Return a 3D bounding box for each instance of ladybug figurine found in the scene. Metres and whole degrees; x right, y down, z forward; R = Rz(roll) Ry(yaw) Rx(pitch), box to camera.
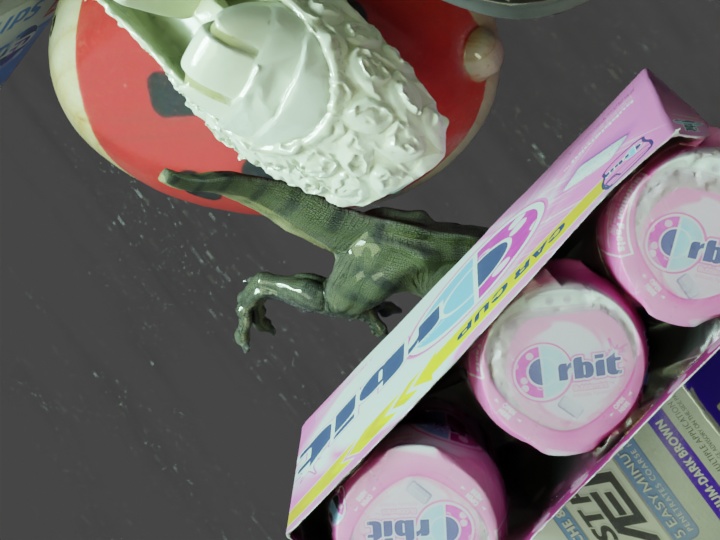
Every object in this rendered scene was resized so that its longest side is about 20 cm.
[{"bbox_3d":[-0.040,-0.080,0.958,0.199,0.072,0.136,-1,113,31],"label":"ladybug figurine"}]

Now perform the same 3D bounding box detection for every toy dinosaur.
[{"bbox_3d":[0.000,0.000,0.958,0.199,0.048,0.088,15,149,-24],"label":"toy dinosaur"}]

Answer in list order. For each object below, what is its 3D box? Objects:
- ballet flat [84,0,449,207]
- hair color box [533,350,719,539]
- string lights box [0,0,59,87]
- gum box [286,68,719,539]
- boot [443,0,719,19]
[{"bbox_3d":[-0.060,-0.090,0.882,0.200,0.072,0.072,41,128,13],"label":"ballet flat"},{"bbox_3d":[0.091,0.107,0.981,0.200,0.065,0.110,-35,95,40],"label":"hair color box"},{"bbox_3d":[-0.204,-0.069,1.043,0.059,0.103,0.200,46,129,3],"label":"string lights box"},{"bbox_3d":[0.065,0.024,0.874,0.066,0.114,0.200,41,102,-8],"label":"gum box"},{"bbox_3d":[0.075,-0.170,0.802,0.187,0.069,0.201,13,142,24],"label":"boot"}]
